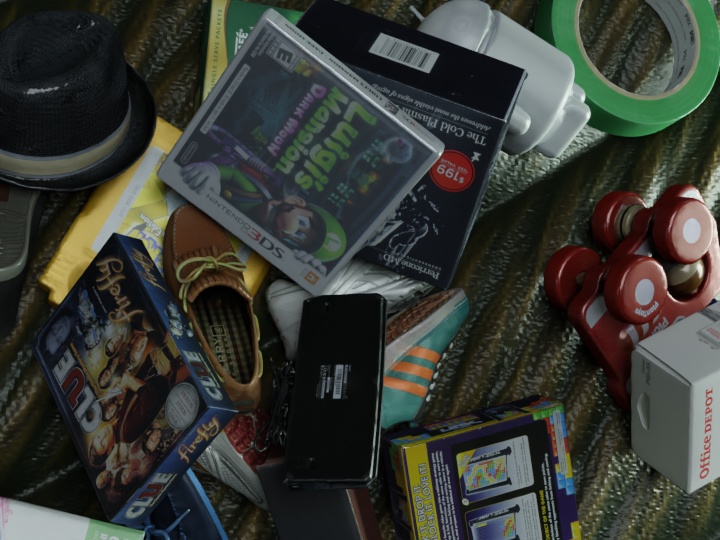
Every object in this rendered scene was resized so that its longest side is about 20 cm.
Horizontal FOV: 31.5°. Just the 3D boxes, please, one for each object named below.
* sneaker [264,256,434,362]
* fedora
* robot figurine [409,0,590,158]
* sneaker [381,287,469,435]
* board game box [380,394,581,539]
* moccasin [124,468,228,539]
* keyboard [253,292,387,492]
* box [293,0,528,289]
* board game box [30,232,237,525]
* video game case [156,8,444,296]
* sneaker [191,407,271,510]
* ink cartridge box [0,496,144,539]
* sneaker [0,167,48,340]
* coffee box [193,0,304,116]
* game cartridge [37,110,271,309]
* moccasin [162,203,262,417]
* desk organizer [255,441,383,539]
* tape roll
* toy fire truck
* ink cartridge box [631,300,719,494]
[{"bbox_3d":[0.000,0.000,1.191,0.199,0.078,0.100,-27,79,-17],"label":"sneaker"},{"bbox_3d":[-0.263,-0.162,1.099,0.199,0.092,0.201,11,49,-13],"label":"fedora"},{"bbox_3d":[0.128,-0.189,1.249,0.199,0.170,0.113,29,115,-15],"label":"robot figurine"},{"bbox_3d":[0.038,0.099,1.194,0.200,0.071,0.080,-41,108,-23],"label":"sneaker"},{"bbox_3d":[0.115,0.231,1.164,0.164,0.057,0.201,-11,99,-18],"label":"board game box"},{"bbox_3d":[-0.149,0.230,1.073,0.068,0.080,0.201,-27,105,-17],"label":"moccasin"},{"bbox_3d":[-0.030,0.105,1.088,0.103,0.040,0.201,0,47,7],"label":"keyboard"},{"bbox_3d":[0.020,-0.111,1.121,0.199,0.183,0.104,20,38,6],"label":"box"},{"bbox_3d":[-0.190,0.086,1.042,0.035,0.136,0.200,17,29,-48],"label":"board game box"},{"bbox_3d":[-0.056,-0.093,1.079,0.182,0.200,0.023,37,37,-6],"label":"video game case"},{"bbox_3d":[-0.140,0.142,1.127,0.200,0.082,0.078,45,25,-16],"label":"sneaker"},{"bbox_3d":[-0.285,0.227,1.017,0.199,0.145,0.088,15,74,-14],"label":"ink cartridge box"},{"bbox_3d":[-0.316,-0.039,1.111,0.074,0.106,0.201,12,45,-11],"label":"sneaker"},{"bbox_3d":[-0.057,-0.186,1.232,0.199,0.044,0.124,9,76,-16],"label":"coffee box"},{"bbox_3d":[-0.172,-0.020,1.167,0.176,0.032,0.201,31,70,-9],"label":"game cartridge"},{"bbox_3d":[-0.127,0.025,1.098,0.073,0.078,0.202,1,56,-20],"label":"moccasin"},{"bbox_3d":[-0.023,0.237,1.122,0.071,0.077,0.201,-13,106,12],"label":"desk organizer"},{"bbox_3d":[0.282,-0.244,1.350,0.199,0.048,0.202,4,78,-17],"label":"tape roll"},{"bbox_3d":[0.291,0.021,1.276,0.200,0.112,0.168,-46,118,-20],"label":"toy fire truck"},{"bbox_3d":[0.368,0.107,1.247,0.199,0.083,0.147,-24,127,-21],"label":"ink cartridge box"}]
